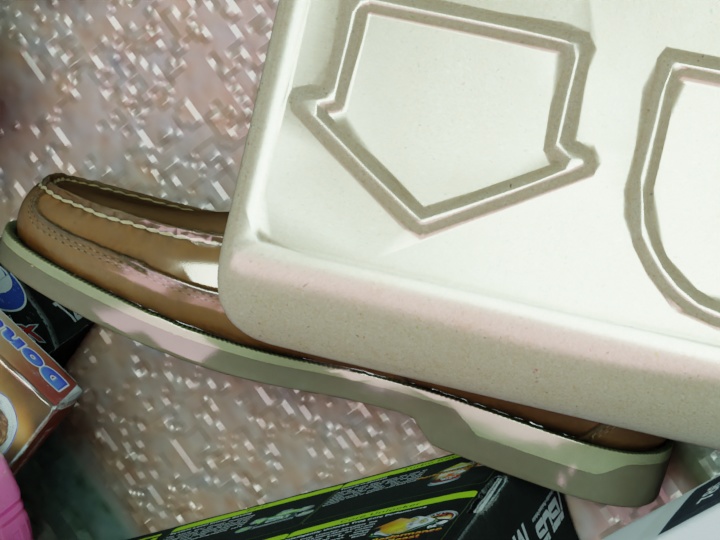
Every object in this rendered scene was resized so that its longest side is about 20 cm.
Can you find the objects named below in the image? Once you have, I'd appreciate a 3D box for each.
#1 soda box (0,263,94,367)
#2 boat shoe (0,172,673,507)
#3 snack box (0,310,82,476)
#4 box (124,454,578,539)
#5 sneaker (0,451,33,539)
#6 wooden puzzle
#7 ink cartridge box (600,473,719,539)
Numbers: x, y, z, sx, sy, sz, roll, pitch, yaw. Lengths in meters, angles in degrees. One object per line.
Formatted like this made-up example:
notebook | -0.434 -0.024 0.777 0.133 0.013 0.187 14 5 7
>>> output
soda box | -0.164 0.076 0.856 0.063 0.071 0.200 38 111 3
boat shoe | 0.000 0.000 0.794 0.199 0.072 0.068 18 104 2
snack box | -0.164 0.081 0.805 0.072 0.024 0.200 43 111 4
box | -0.055 0.113 0.769 0.199 0.193 0.048 -17 97 19
sneaker | -0.180 0.092 0.751 0.199 0.088 0.082 -17 97 21
wooden puzzle | 0.072 -0.062 0.730 0.184 0.046 0.201 13 92 12
ink cartridge box | 0.098 0.090 0.610 0.200 0.039 0.100 -32 94 30
